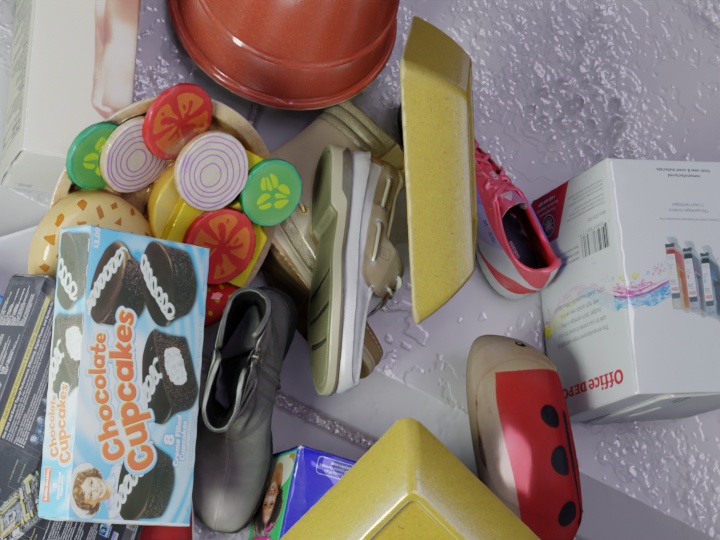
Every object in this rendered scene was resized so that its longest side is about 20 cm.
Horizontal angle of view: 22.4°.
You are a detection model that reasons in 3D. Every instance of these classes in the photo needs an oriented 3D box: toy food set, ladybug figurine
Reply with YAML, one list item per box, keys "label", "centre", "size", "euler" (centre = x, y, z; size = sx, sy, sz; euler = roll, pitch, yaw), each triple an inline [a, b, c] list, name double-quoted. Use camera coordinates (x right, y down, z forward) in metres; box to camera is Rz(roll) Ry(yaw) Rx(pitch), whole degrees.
- label: "toy food set"
  centre: [-0.145, -0.040, 1.365]
  size: [0.199, 0.049, 0.200]
  euler: [22, 97, -36]
- label: "ladybug figurine"
  centre: [0.135, 0.147, 1.470]
  size: [0.071, 0.136, 0.202]
  euler: [-12, 76, 14]

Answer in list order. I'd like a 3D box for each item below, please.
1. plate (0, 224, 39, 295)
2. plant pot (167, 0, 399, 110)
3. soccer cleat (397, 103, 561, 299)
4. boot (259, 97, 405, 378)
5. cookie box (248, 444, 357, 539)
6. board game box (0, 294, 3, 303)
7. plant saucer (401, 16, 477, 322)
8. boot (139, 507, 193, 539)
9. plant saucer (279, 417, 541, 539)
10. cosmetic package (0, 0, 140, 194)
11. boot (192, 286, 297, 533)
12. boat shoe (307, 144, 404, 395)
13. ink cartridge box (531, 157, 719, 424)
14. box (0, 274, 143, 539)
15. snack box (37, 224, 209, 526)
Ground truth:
- label: "plate"
  centre: [-0.255, 0.073, 1.379]
  size: [0.198, 0.032, 0.202]
  euler: [-18, 84, -26]
- label: "plant pot"
  centre: [-0.040, -0.265, 1.444]
  size: [0.198, 0.196, 0.203]
  euler: [7, 63, -13]
- label: "soccer cleat"
  centre: [0.104, -0.071, 1.546]
  size: [0.068, 0.073, 0.201]
  euler: [-31, 91, -26]
- label: "boot"
  centre: [-0.009, -0.029, 1.491]
  size: [0.155, 0.073, 0.201]
  euler: [-36, 88, -27]
- label: "cookie box"
  centre: [-0.007, 0.258, 1.414]
  size: [0.170, 0.075, 0.202]
  euler: [19, 70, -19]
- label: "board game box"
  centre: [-0.309, 0.079, 1.311]
  size: [0.199, 0.045, 0.153]
  euler: [28, 68, -16]
- label: "plant saucer"
  centre: [0.065, -0.085, 1.425]
  size: [0.048, 0.200, 0.202]
  euler: [-2, 108, 6]
- label: "boot"
  centre: [-0.137, 0.233, 1.318]
  size: [0.072, 0.144, 0.203]
  euler: [11, 77, -26]
- label: "plant saucer"
  centre: [0.035, 0.244, 1.313]
  size: [0.200, 0.048, 0.200]
  euler: [44, 98, -10]
- label: "cosmetic package"
  centre: [-0.224, -0.168, 1.415]
  size: [0.086, 0.103, 0.202]
  euler: [9, 75, -20]
- label: "boot"
  centre: [-0.100, 0.106, 1.357]
  size: [0.067, 0.131, 0.202]
  euler: [13, 94, 7]
- label: "boat shoe"
  centre: [0.000, 0.000, 1.403]
  size: [0.068, 0.075, 0.202]
  euler: [9, 70, -17]
- label: "ink cartridge box"
  centre: [0.246, 0.021, 1.545]
  size: [0.143, 0.145, 0.203]
  euler: [1, 77, -23]
- label: "box"
  centre: [-0.211, 0.127, 1.291]
  size: [0.161, 0.049, 0.202]
  euler: [35, 65, -43]
- label: "snack box"
  centre: [-0.165, 0.076, 1.280]
  size: [0.116, 0.037, 0.203]
  euler: [11, 79, -47]
